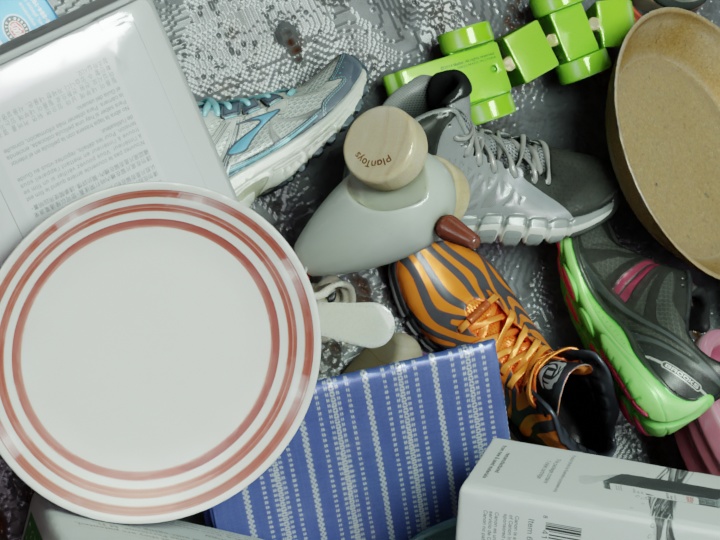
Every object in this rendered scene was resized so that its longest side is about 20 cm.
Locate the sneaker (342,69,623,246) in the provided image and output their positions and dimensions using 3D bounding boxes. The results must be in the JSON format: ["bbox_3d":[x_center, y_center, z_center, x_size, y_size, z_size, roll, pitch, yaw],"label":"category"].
[{"bbox_3d":[0.084,-0.079,1.157,0.200,0.075,0.116,-7,129,-13],"label":"sneaker"}]

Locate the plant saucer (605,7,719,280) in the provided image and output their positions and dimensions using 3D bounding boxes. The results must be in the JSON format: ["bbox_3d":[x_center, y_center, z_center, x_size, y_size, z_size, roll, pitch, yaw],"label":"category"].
[{"bbox_3d":[0.230,-0.082,1.223,0.200,0.035,0.200,18,63,-38],"label":"plant saucer"}]

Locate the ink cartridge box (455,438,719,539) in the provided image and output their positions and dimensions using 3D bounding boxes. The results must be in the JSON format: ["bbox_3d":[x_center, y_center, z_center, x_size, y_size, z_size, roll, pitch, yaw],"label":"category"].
[{"bbox_3d":[0.159,0.192,1.029,0.200,0.084,0.144,9,109,16],"label":"ink cartridge box"}]

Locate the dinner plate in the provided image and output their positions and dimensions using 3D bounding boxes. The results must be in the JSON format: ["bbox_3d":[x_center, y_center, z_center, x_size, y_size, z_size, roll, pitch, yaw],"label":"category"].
[{"bbox_3d":[-0.120,0.046,1.004,0.200,0.024,0.200,-4,104,-16],"label":"dinner plate"}]

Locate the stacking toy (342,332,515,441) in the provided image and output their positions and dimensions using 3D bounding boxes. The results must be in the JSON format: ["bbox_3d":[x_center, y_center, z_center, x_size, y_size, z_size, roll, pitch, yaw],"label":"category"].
[{"bbox_3d":[0.074,0.129,1.174,0.200,0.085,0.085,38,73,-18],"label":"stacking toy"}]

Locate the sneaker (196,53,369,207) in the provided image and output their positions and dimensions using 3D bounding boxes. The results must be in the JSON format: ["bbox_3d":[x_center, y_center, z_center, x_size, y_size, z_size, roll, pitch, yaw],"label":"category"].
[{"bbox_3d":[-0.079,-0.085,1.131,0.200,0.078,0.086,-43,98,-19],"label":"sneaker"}]

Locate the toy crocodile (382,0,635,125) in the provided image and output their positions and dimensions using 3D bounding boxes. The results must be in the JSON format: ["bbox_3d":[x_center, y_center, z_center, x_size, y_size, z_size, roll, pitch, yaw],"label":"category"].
[{"bbox_3d":[0.107,-0.147,1.223,0.200,0.062,0.068,-24,95,-17],"label":"toy crocodile"}]

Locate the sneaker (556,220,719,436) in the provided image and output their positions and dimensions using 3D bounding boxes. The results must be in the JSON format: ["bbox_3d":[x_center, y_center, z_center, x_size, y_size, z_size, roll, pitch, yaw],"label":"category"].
[{"bbox_3d":[0.188,0.025,1.189,0.084,0.077,0.200,-19,53,-4],"label":"sneaker"}]

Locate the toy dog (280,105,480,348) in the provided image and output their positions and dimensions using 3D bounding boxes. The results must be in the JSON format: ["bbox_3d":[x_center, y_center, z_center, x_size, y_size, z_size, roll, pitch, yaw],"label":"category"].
[{"bbox_3d":[0.000,0.000,1.079,0.132,0.096,0.200,4,127,-46],"label":"toy dog"}]

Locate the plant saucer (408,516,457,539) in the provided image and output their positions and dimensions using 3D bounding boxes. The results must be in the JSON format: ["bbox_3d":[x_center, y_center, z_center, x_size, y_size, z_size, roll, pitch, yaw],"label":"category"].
[{"bbox_3d":[0.080,0.228,1.150,0.200,0.036,0.200,-5,120,-9],"label":"plant saucer"}]

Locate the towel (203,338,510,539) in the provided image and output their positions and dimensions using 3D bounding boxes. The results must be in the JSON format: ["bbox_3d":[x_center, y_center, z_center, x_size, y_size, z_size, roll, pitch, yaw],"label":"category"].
[{"bbox_3d":[-0.003,0.125,1.112,0.200,0.024,0.145,-13,118,-5],"label":"towel"}]

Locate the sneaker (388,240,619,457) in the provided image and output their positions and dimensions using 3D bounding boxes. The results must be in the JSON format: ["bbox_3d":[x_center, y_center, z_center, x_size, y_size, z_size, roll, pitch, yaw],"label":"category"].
[{"bbox_3d":[0.106,0.050,1.170,0.078,0.112,0.200,-45,101,-15],"label":"sneaker"}]

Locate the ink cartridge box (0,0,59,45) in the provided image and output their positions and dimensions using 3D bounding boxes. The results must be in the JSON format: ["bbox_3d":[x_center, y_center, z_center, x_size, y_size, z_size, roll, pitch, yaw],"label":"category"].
[{"bbox_3d":[-0.255,-0.074,1.063,0.200,0.067,0.116,-36,100,-21],"label":"ink cartridge box"}]

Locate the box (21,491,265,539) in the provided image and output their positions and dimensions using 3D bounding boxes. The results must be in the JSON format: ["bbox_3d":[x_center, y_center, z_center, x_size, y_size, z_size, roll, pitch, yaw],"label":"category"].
[{"bbox_3d":[-0.112,0.257,1.017,0.200,0.171,0.199,16,93,-20],"label":"box"}]

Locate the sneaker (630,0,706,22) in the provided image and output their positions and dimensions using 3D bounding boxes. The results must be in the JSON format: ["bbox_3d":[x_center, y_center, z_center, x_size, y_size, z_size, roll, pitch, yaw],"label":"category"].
[{"bbox_3d":[0.182,-0.259,1.244,0.200,0.082,0.077,46,71,-12],"label":"sneaker"}]

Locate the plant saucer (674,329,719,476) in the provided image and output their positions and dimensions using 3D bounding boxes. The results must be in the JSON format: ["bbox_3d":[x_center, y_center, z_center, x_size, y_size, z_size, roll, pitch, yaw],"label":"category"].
[{"bbox_3d":[0.281,0.136,1.220,0.051,0.201,0.201,-38,104,25],"label":"plant saucer"}]

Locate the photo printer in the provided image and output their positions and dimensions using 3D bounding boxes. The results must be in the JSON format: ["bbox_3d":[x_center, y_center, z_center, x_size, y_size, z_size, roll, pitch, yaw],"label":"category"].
[{"bbox_3d":[-0.159,-0.042,1.026,0.166,0.069,0.200,-29,110,-16],"label":"photo printer"}]
